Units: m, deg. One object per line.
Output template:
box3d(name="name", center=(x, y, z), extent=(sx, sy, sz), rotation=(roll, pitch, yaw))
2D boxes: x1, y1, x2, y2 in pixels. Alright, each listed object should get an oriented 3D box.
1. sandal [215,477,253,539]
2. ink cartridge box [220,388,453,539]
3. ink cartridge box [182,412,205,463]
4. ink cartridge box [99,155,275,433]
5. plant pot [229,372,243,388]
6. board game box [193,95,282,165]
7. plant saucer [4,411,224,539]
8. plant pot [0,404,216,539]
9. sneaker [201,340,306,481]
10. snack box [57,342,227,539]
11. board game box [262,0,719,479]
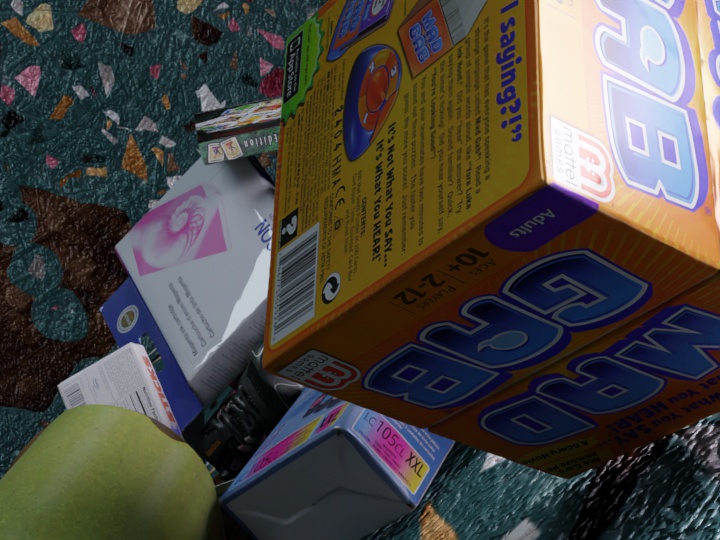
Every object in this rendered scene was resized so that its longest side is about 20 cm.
box3d(name="sandal", center=(-0.095, 0.192, 1.166), extent=(0.200, 0.058, 0.080), rotation=(-27, -9, 6))
box3d(name="ink cartridge box", center=(0.009, 0.100, 1.031), extent=(0.136, 0.076, 0.200), rotation=(-35, 9, 39))
box3d(name="ink cartridge box", center=(-0.202, 0.203, 1.315), extent=(0.076, 0.138, 0.200), rotation=(3, -15, -24))
box3d(name="ink cartridge box", center=(-0.134, 0.009, 1.235), extent=(0.200, 0.043, 0.197), rotation=(-45, 43, 7))
box3d(name="plant pot", center=(-0.026, 0.028, 1.281), extent=(0.200, 0.201, 0.179), rotation=(-44, 23, -18))
box3d(name="board game box", center=(-0.038, -0.129, 1.239), extent=(0.198, 0.024, 0.105), rotation=(-12, 18, -4))
box3d(name="plant saucer", center=(-0.198, 0.202, 1.103), extent=(0.200, 0.201, 0.035), rotation=(-41, -17, 10))
box3d(name="plant pot", center=(-0.184, 0.195, 0.965), extent=(0.200, 0.200, 0.185), rotation=(-35, 19, 40))
box3d(name="sneaker", center=(-0.083, 0.124, 1.186), extent=(0.086, 0.081, 0.201), rotation=(-28, -23, -19))
box3d(name="snack box", center=(-0.160, 0.160, 1.128), extent=(0.071, 0.201, 0.024), rotation=(-29, -16, 10))
box3d(name="board game box", center=(0.092, -0.046, 0.726), extent=(0.199, 0.199, 0.202), rotation=(-34, 44, 45))
